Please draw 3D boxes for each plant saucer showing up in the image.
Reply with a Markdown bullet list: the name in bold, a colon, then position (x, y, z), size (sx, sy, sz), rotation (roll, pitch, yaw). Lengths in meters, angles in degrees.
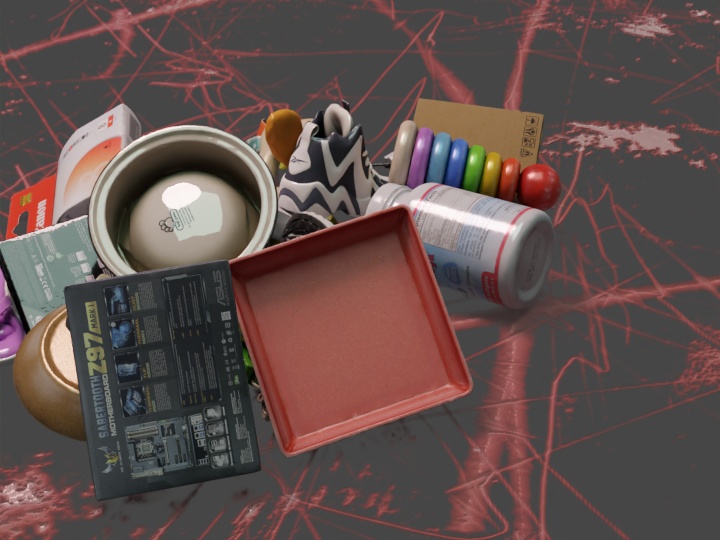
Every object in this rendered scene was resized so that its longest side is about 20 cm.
- **plant saucer**: position (-0.013, 0.060, 1.415), size (0.197, 0.037, 0.202), rotation (-18, 77, -7)
- **plant saucer**: position (-0.254, 0.087, 1.473), size (0.197, 0.036, 0.202), rotation (4, 44, -4)

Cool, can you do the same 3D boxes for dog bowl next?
- **dog bowl**: position (-0.181, -0.048, 1.512), size (0.197, 0.074, 0.203), rotation (-1, 64, 2)

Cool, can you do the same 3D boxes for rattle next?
- **rattle**: position (-0.122, -0.167, 1.796), size (0.142, 0.131, 0.200), rotation (21, 20, -41)

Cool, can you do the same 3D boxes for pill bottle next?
- **pill bottle**: position (0.106, -0.034, 1.593), size (0.198, 0.110, 0.109), rotation (17, 38, 32)

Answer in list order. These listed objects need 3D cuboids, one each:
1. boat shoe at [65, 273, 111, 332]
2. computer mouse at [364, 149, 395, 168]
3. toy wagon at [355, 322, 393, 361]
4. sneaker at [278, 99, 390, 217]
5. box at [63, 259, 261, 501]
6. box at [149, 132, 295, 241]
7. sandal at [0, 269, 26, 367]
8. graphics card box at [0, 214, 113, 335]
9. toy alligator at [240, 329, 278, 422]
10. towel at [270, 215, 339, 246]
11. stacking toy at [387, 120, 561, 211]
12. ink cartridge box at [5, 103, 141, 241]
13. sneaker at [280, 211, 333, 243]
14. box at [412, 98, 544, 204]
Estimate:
- **boat shoe**: position (-0.198, 0.093, 1.410), size (0.201, 0.063, 0.074), rotation (41, 14, -6)
- **computer mouse**: position (0.068, -0.149, 1.819), size (0.197, 0.045, 0.110), rotation (0, 7, 3)
- **toy wagon**: position (-0.041, 0.037, 1.499), size (0.198, 0.040, 0.156), rotation (24, 66, 29)
- **sneaker**: position (-0.009, -0.134, 1.705), size (0.197, 0.131, 0.079), rotation (-1, 20, -42)
- **box**: position (-0.184, 0.101, 1.344), size (0.155, 0.203, 0.051), rotation (-10, -2, -9)
- **box**: position (-0.165, -0.096, 1.701), size (0.143, 0.037, 0.200), rotation (25, 7, -32)
- **sandal**: position (-0.421, 0.041, 1.605), size (0.081, 0.050, 0.203), rotation (-16, 34, -15)
- **graphics card box**: position (-0.287, 0.001, 1.592), size (0.198, 0.051, 0.127), rotation (-20, 71, -21)
- **toy alligator**: position (-0.132, 0.083, 1.468), size (0.054, 0.060, 0.200), rotation (22, 20, -29)
- **towel**: position (-0.111, -0.018, 1.685), size (0.197, 0.018, 0.086), rotation (-15, 32, -14)
- **stacking toy**: position (0.134, -0.111, 1.674), size (0.197, 0.086, 0.086), rotation (13, 33, 2)
- **ink cartridge box**: position (-0.355, -0.100, 1.733), size (0.198, 0.050, 0.163), rotation (-24, 39, 12)
- **sneaker**: position (0.000, 0.000, 1.592), size (0.200, 0.075, 0.079), rotation (39, 16, 36)
- **box**: position (0.131, -0.123, 1.740), size (0.161, 0.021, 0.202), rotation (8, 52, 7)
